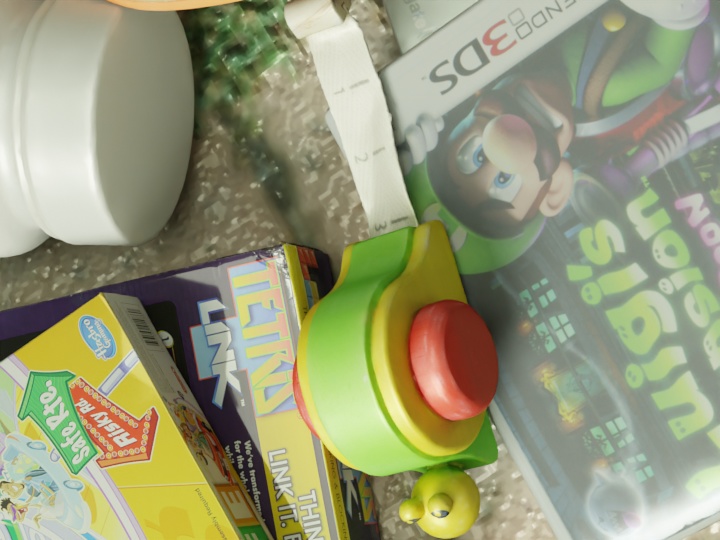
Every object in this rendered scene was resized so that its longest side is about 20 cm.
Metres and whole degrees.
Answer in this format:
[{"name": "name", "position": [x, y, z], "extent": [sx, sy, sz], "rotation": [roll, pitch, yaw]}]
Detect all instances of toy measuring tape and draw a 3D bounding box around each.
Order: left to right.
[{"name": "toy measuring tape", "position": [0.000, 0.000, 0.730], "extent": [0.073, 0.074, 0.200], "rotation": [-17, 91, 16]}]

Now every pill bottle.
[{"name": "pill bottle", "position": [-0.172, -0.064, 0.802], "extent": [0.200, 0.114, 0.114], "rotation": [5, 87, 18]}]

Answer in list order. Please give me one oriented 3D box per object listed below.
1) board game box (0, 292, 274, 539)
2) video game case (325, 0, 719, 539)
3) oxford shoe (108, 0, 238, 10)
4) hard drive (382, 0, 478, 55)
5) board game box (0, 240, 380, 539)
[{"name": "board game box", "position": [-0.091, 0.128, 0.744], "extent": [0.134, 0.034, 0.200], "rotation": [-34, 76, 12]}, {"name": "video game case", "position": [0.101, -0.016, 0.721], "extent": [0.182, 0.023, 0.200], "rotation": [-33, 82, 31]}, {"name": "oxford shoe", "position": [-0.095, -0.143, 0.732], "extent": [0.200, 0.073, 0.071], "rotation": [9, 59, 15]}, {"name": "hard drive", "position": [0.095, -0.152, 0.768], "extent": [0.200, 0.026, 0.132], "rotation": [-22, 80, 15]}, {"name": "board game box", "position": [-0.077, 0.104, 0.789], "extent": [0.165, 0.057, 0.200], "rotation": [-12, 82, 15]}]
